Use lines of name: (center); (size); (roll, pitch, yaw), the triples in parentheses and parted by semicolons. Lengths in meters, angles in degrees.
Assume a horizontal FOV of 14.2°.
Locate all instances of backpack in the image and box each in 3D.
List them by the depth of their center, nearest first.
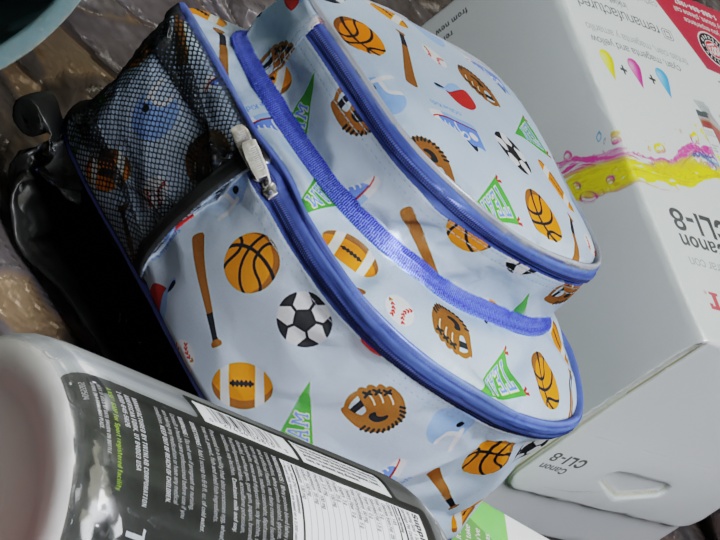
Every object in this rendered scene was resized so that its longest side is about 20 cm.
backpack: (0.000, 0.000, 1.052); (0.200, 0.154, 0.191); (16, 42, -46)

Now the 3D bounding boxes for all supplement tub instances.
supplement tub: (-0.052, 0.105, 0.913); (0.200, 0.122, 0.123); (26, 40, -39)

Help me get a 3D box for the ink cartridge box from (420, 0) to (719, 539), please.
ink cartridge box: (0.097, -0.005, 1.207); (0.145, 0.144, 0.201); (15, 48, -48)

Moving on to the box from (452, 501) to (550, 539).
box: (0.088, 0.178, 1.118); (0.200, 0.036, 0.145); (33, 36, -32)

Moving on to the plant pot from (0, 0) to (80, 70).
plant pot: (-0.132, -0.175, 1.037); (0.201, 0.200, 0.196); (54, 23, 2)

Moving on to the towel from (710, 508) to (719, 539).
towel: (0.197, 0.038, 1.244); (0.032, 0.191, 0.201); (-1, 65, -30)
